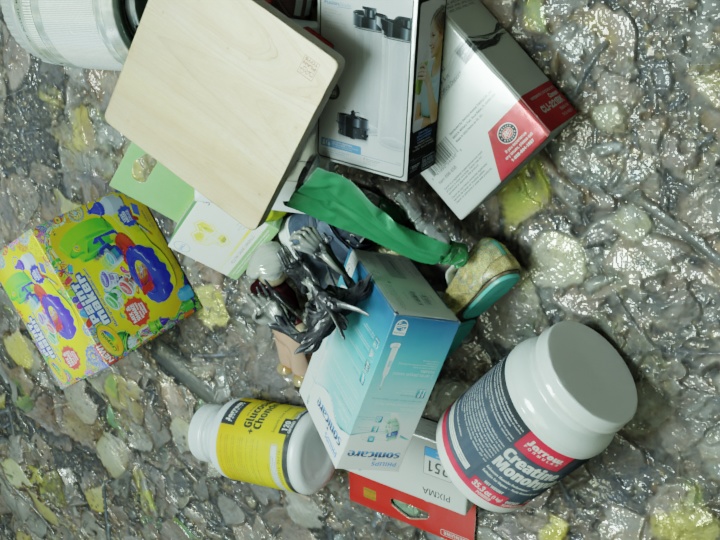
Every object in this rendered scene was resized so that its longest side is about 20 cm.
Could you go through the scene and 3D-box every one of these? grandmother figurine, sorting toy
[{"bbox_3d":[-0.099,0.049,1.247,0.121,0.060,0.202,22,138,36],"label":"grandmother figurine"},{"bbox_3d":[-0.128,-0.181,0.978,0.199,0.070,0.200,36,120,9],"label":"sorting toy"}]

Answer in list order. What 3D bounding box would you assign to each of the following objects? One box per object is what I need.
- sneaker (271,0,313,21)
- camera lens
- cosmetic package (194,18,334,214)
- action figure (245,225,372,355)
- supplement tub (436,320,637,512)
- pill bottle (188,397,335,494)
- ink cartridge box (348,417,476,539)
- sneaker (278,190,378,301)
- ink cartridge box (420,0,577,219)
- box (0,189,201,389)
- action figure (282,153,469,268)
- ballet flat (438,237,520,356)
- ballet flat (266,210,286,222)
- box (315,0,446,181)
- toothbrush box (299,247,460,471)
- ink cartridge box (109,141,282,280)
[{"bbox_3d":[-0.125,-0.308,1.097,0.200,0.075,0.116,38,133,35],"label":"sneaker"},{"bbox_3d":[-0.303,-0.319,1.173,0.198,0.160,0.162,10,117,30],"label":"camera lens"},{"bbox_3d":[-0.100,-0.167,1.060,0.149,0.052,0.202,6,112,4],"label":"cosmetic package"},{"bbox_3d":[-0.063,0.024,1.069,0.102,0.119,0.200,43,168,-20],"label":"action figure"},{"bbox_3d":[0.188,0.161,1.080,0.140,0.140,0.200,47,130,6],"label":"supplement tub"},{"bbox_3d":[-0.136,0.234,1.353,0.198,0.112,0.113,4,114,32],"label":"pill bottle"},{"bbox_3d":[0.057,0.269,1.283,0.198,0.045,0.178,15,118,28],"label":"ink cartridge box"},{"bbox_3d":[-0.001,0.000,1.173,0.146,0.077,0.204,-29,93,42],"label":"sneaker"},{"bbox_3d":[0.097,-0.180,1.016,0.200,0.084,0.144,49,130,4],"label":"ink cartridge box"},{"bbox_3d":[-0.358,0.019,1.351,0.121,0.192,0.201,-24,98,39],"label":"box"},{"bbox_3d":[0.027,-0.053,1.030,0.199,0.055,0.118,27,164,-15],"label":"action figure"},{"bbox_3d":[0.107,0.037,1.123,0.071,0.071,0.200,44,130,8],"label":"ballet flat"},{"bbox_3d":[-0.128,-0.150,1.135,0.066,0.067,0.202,-3,109,35],"label":"ballet flat"},{"bbox_3d":[0.017,-0.201,0.968,0.116,0.060,0.202,19,121,28],"label":"box"},{"bbox_3d":[0.015,0.100,1.107,0.147,0.084,0.202,54,129,54],"label":"toothbrush box"},{"bbox_3d":[-0.209,-0.077,1.227,0.199,0.048,0.145,26,144,-17],"label":"ink cartridge box"}]
